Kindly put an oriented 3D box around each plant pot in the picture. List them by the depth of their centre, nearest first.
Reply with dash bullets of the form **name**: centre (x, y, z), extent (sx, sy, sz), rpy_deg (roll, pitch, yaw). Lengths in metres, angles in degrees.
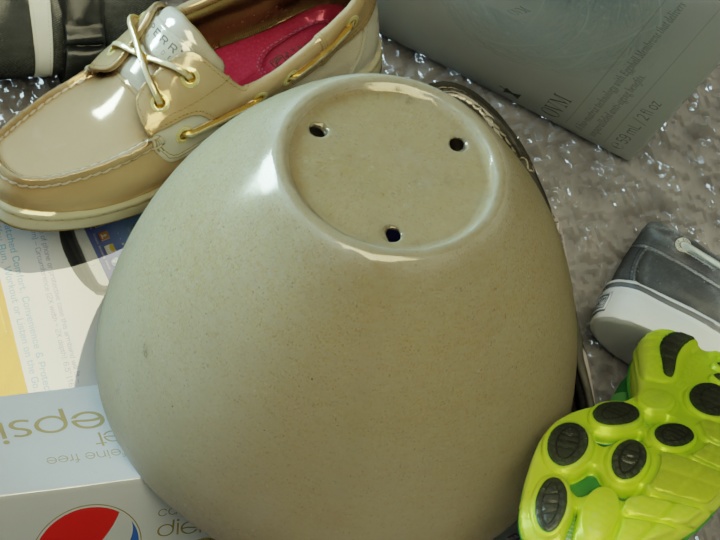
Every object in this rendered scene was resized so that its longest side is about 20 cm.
- **plant pot**: centre (0.000, 0.000, 1.127), extent (0.199, 0.135, 0.201), rpy_deg (6, 50, -8)

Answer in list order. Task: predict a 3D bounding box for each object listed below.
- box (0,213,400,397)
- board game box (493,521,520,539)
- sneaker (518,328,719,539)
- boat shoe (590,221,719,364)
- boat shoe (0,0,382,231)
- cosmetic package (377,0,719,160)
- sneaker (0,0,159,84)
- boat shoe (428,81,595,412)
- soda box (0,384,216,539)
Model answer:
- **box**: centre (-0.078, 0.000, 1.236), extent (0.199, 0.041, 0.120), rpy_deg (-11, 77, -17)
- **board game box**: centre (0.074, 0.162, 1.141), extent (0.199, 0.041, 0.153), rpy_deg (-13, 33, -34)
- **sneaker**: centre (0.114, 0.090, 1.148), extent (0.074, 0.200, 0.084), rpy_deg (24, 113, 15)
- **boat shoe**: centre (0.202, 0.045, 1.267), extent (0.199, 0.072, 0.068), rpy_deg (29, 72, 5)
- **boat shoe**: centre (-0.077, -0.084, 1.207), extent (0.199, 0.069, 0.074), rpy_deg (-28, 56, -27)
- **cosmetic package**: centre (0.079, -0.169, 1.230), extent (0.199, 0.199, 0.123), rpy_deg (28, 70, -2)
- **sneaker**: centre (-0.128, -0.178, 1.264), extent (0.111, 0.073, 0.201), rpy_deg (7, 81, -13)
- **boat shoe**: centre (0.066, 0.004, 1.253), extent (0.066, 0.057, 0.201), rpy_deg (-12, 77, -15)
- **soda box**: centre (-0.091, 0.089, 1.173), extent (0.199, 0.064, 0.068), rpy_deg (-6, 35, -18)
